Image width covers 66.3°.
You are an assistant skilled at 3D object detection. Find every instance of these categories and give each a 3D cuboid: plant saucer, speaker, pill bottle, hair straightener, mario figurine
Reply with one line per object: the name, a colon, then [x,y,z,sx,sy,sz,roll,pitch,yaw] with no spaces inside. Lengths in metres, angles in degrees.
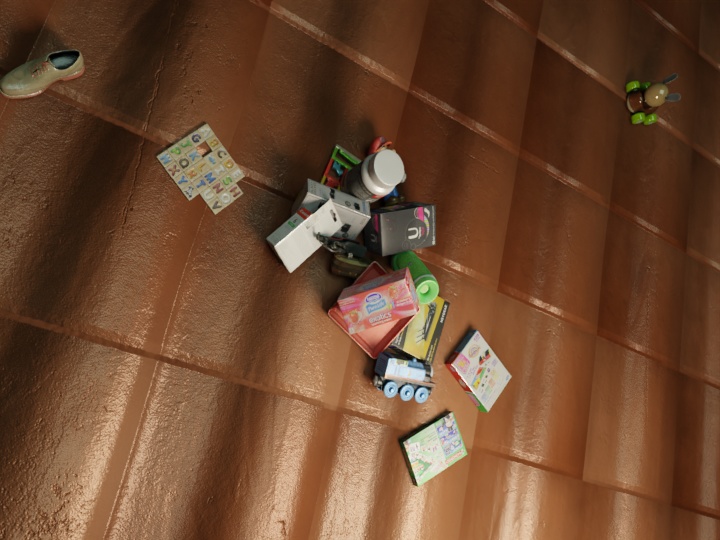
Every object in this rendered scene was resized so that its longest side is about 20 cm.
plant saucer: [0.037,0.110,1.558,0.200,0.037,0.200,44,92,-15]
speaker: [0.152,0.013,1.577,0.086,0.201,0.091,-8,120,-15]
pill bottle: [0.033,-0.255,1.535,0.111,0.199,0.118,5,79,-26]
hair straightener: [-0.046,-0.068,1.498,0.198,0.077,0.042,20,106,-51]
mario figurine: [0.089,-0.303,1.644,0.103,0.123,0.206,-18,96,-4]

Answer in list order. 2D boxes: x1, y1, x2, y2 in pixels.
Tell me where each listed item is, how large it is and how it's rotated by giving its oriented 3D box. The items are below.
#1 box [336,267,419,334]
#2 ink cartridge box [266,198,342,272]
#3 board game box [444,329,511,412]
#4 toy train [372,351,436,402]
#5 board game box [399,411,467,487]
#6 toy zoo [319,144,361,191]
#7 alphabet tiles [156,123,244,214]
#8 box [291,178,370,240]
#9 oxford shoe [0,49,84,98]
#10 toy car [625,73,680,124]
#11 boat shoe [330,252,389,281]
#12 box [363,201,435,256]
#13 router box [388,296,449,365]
box: [0.049,0.079,1.458,0.195,0.095,0.105,-18,103,16]
ink cartridge box: [-0.147,-0.103,1.473,0.199,0.050,0.110,-43,139,-14]
board game box: [0.373,0.315,1.736,0.153,0.040,0.202,-44,102,-26]
toy train: [0.127,0.304,1.571,0.195,0.086,0.118,15,93,-24]
board game box: [0.217,0.523,1.626,0.196,0.029,0.139,-20,92,-29]
toy zoo: [-0.056,-0.249,1.613,0.129,0.020,0.205,29,69,-21]
alphabet tiles: [-0.403,-0.257,1.438,0.167,0.007,0.202,-42,101,-27]
box: [-0.083,-0.163,1.524,0.195,0.117,0.061,17,45,-23]
oxford shoe: [-0.731,-0.460,1.259,0.199,0.074,0.071,-40,101,-27]
toy car: [1.217,-0.718,2.262,0.153,0.199,0.170,-5,84,-27]
boat shoe: [0.000,0.000,1.583,0.196,0.072,0.069,19,106,-29]
box: [0.116,-0.126,1.619,0.195,0.105,0.126,-13,107,-28]
router box: [0.171,0.159,1.648,0.154,0.052,0.205,27,70,-21]
